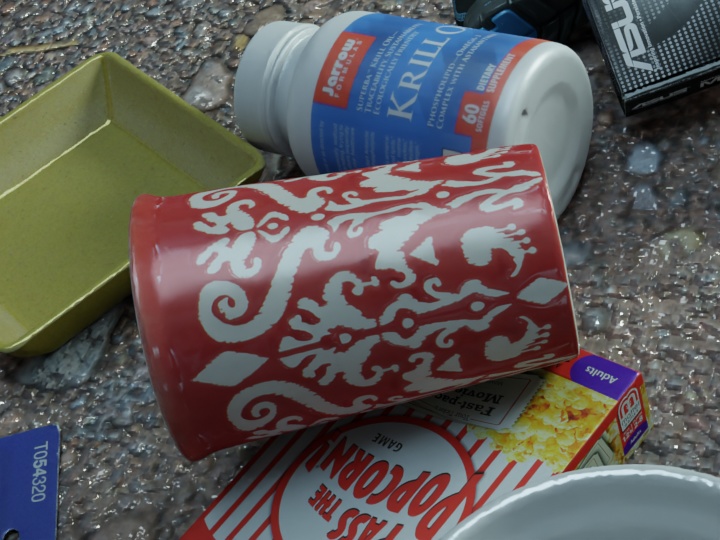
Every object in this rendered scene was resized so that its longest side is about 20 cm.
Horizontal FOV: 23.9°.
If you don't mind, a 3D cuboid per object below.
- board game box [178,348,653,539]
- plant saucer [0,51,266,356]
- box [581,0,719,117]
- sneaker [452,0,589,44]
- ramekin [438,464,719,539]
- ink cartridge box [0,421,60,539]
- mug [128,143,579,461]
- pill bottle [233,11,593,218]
[{"bbox_3d":[0.028,0.108,0.850,0.151,0.046,0.200,21,56,36],"label":"board game box"},{"bbox_3d":[-0.182,-0.036,1.077,0.200,0.049,0.200,-38,46,-18],"label":"plant saucer"},{"bbox_3d":[0.215,-0.218,1.018,0.193,0.048,0.201,-18,78,4],"label":"box"},{"bbox_3d":[0.153,-0.200,1.098,0.199,0.073,0.082,-20,41,-1],"label":"sneaker"},{"bbox_3d":[0.110,0.188,0.702,0.200,0.098,0.201,-10,44,10],"label":"ramekin"},{"bbox_3d":[-0.263,0.165,0.908,0.199,0.043,0.197,-16,42,7],"label":"ink cartridge box"},{"bbox_3d":[-0.002,-0.006,0.853,0.199,0.134,0.178,-11,44,5],"label":"mug"},{"bbox_3d":[0.026,-0.093,1.009,0.200,0.112,0.112,14,52,31],"label":"pill bottle"}]
